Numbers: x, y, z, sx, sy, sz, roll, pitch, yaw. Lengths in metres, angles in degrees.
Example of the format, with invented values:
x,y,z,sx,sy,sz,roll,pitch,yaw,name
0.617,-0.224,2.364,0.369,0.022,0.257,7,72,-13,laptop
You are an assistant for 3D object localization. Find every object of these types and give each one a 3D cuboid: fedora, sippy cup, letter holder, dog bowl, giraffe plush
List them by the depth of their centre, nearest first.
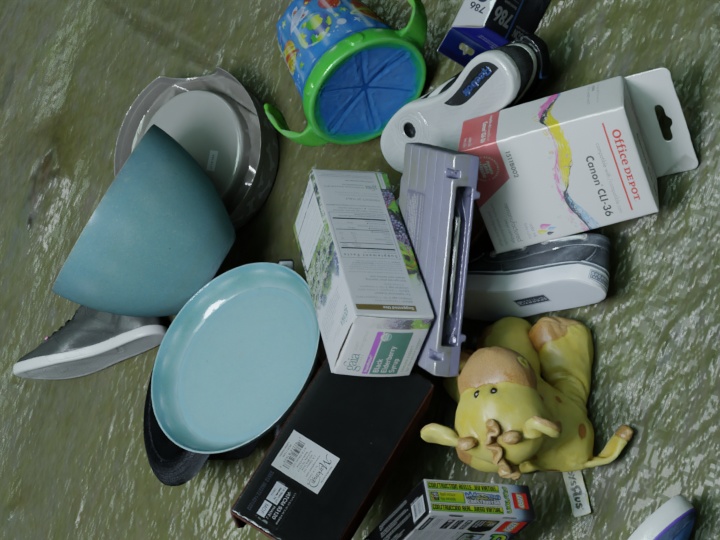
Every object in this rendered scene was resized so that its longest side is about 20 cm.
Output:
x,y,z,sx,sy,sz,roll,pitch,yaw,name
0.137,0.131,1.451,0.172,0.162,0.200,-38,64,20,giraffe plush
-0.025,0.184,1.498,0.100,0.142,0.200,30,72,10,letter holder
-0.020,-0.222,1.634,0.177,0.140,0.130,-23,52,-15,sippy cup
-0.152,0.137,1.648,0.201,0.091,0.201,-40,41,47,fedora
-0.177,-0.125,1.747,0.199,0.059,0.201,-5,80,30,dog bowl

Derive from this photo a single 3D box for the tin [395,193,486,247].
x,y,z,sx,sy,sz,roll,pitch,yaw,name
0.048,-0.030,1.579,0.200,0.042,0.112,-41,29,18,tin

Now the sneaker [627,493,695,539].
x,y,z,sx,sy,sz,roll,pitch,yaw,name
0.275,0.317,1.394,0.146,0.081,0.200,38,98,22,sneaker

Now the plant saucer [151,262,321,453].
x,y,z,sx,sy,sz,roll,pitch,yaw,name
-0.116,0.087,1.525,0.200,0.027,0.201,-19,52,27,plant saucer

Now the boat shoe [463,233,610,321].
x,y,z,sx,sy,sz,roll,pitch,yaw,name
0.150,0.000,1.523,0.199,0.072,0.068,-11,55,39,boat shoe

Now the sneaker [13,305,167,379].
x,y,z,sx,sy,sz,roll,pitch,yaw,name
-0.311,0.058,1.794,0.199,0.071,0.100,-20,70,21,sneaker

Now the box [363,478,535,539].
x,y,z,sx,sy,sz,roll,pitch,yaw,name
0.064,0.254,1.456,0.200,0.110,0.035,-52,39,47,box

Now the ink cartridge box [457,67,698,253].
x,y,z,sx,sy,sz,roll,pitch,yaw,name
0.203,-0.102,1.460,0.199,0.068,0.117,-15,118,18,ink cartridge box

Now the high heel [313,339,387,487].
x,y,z,sx,sy,sz,roll,pitch,yaw,name
-0.020,0.124,1.587,0.067,0.096,0.201,-15,74,28,high heel

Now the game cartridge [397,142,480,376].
x,y,z,sx,sy,sz,roll,pitch,yaw,name
0.067,-0.014,1.459,0.130,0.038,0.201,-147,61,-72,game cartridge

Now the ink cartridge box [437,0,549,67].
x,y,z,sx,sy,sz,roll,pitch,yaw,name
0.154,-0.285,1.550,0.039,0.099,0.201,32,99,30,ink cartridge box

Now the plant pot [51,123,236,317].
x,y,z,sx,sy,sz,roll,pitch,yaw,name
-0.208,-0.030,1.626,0.134,0.200,0.200,31,100,-6,plant pot

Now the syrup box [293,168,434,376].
x,y,z,sx,sy,sz,roll,pitch,yaw,name
0.000,0.000,1.477,0.200,0.081,0.079,-108,28,-43,syrup box

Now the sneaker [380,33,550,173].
x,y,z,sx,sy,sz,roll,pitch,yaw,name
0.115,-0.163,1.564,0.200,0.112,0.073,-32,88,47,sneaker

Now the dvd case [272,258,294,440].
x,y,z,sx,sy,sz,roll,pitch,yaw,name
-0.079,0.100,1.613,0.017,0.143,0.201,-1,78,-9,dvd case
